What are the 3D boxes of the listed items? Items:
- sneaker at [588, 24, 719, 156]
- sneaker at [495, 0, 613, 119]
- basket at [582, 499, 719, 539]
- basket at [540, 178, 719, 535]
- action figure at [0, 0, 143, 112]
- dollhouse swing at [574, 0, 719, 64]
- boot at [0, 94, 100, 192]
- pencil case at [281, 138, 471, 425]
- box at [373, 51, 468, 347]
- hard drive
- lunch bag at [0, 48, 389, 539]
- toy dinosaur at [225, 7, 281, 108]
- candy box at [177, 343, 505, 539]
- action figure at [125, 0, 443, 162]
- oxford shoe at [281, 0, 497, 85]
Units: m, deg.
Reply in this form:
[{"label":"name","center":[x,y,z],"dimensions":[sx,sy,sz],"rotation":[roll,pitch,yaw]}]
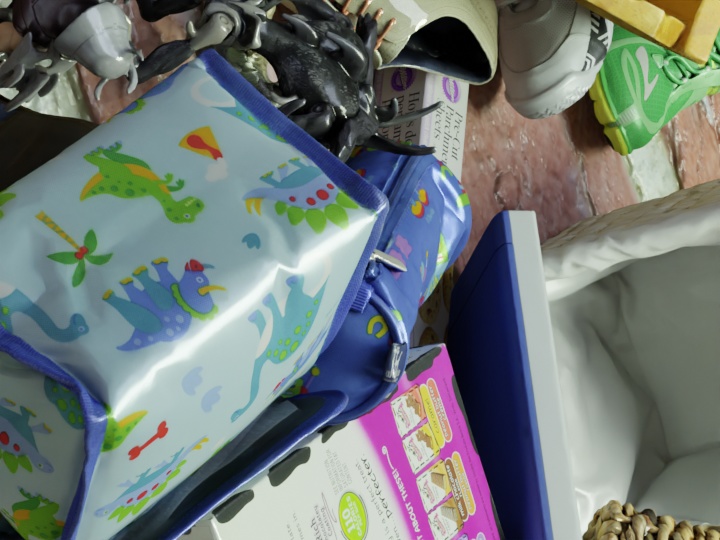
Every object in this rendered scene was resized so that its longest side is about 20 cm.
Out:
[{"label":"sneaker","center":[0.202,-0.138,1.563],"dimensions":[0.200,0.083,0.074],"rotation":[-45,115,-49]},{"label":"sneaker","center":[0.089,-0.190,1.441],"dimensions":[0.115,0.075,0.201],"rotation":[37,47,-39]},{"label":"basket","center":[0.157,0.228,1.257],"dimensions":[0.148,0.200,0.143],"rotation":[16,58,-7]},{"label":"basket","center":[0.202,0.050,1.404],"dimensions":[0.161,0.197,0.201],"rotation":[-38,109,-63]},{"label":"action figure","center":[-0.133,-0.155,1.063],"dimensions":[0.069,0.130,0.201],"rotation":[18,39,-55]},{"label":"dollhouse swing","center":[0.121,-0.242,1.331],"dimensions":[0.199,0.182,0.176],"rotation":[28,96,-17]},{"label":"boot","center":[-0.172,0.014,1.047],"dimensions":[0.200,0.097,0.075],"rotation":[-52,153,-18]},{"label":"pencil case","center":[0.000,0.000,1.153],"dimensions":[0.078,0.087,0.200],"rotation":[32,24,-1]},{"label":"box","center":[0.025,-0.019,1.328],"dimensions":[0.041,0.039,0.201],"rotation":[33,54,-44]},{"label":"hard drive","center":[0.075,0.089,1.271],"dimensions":[0.025,0.132,0.201],"rotation":[1,63,-14]},{"label":"lunch bag","center":[-0.094,0.044,0.981],"dimensions":[0.127,0.200,0.170],"rotation":[42,52,15]},{"label":"toy dinosaur","center":[-0.022,-0.052,1.273],"dimensions":[0.088,0.047,0.201],"rotation":[-19,96,-37]},{"label":"candy box","center":[-0.014,0.133,1.124],"dimensions":[0.200,0.061,0.137],"rotation":[-33,110,-52]},{"label":"action figure","center":[-0.063,-0.096,1.173],"dimensions":[0.199,0.102,0.119],"rotation":[30,47,-17]},{"label":"oxford shoe","center":[-0.001,-0.148,1.281],"dimensions":[0.199,0.071,0.074],"rotation":[11,52,-37]}]
